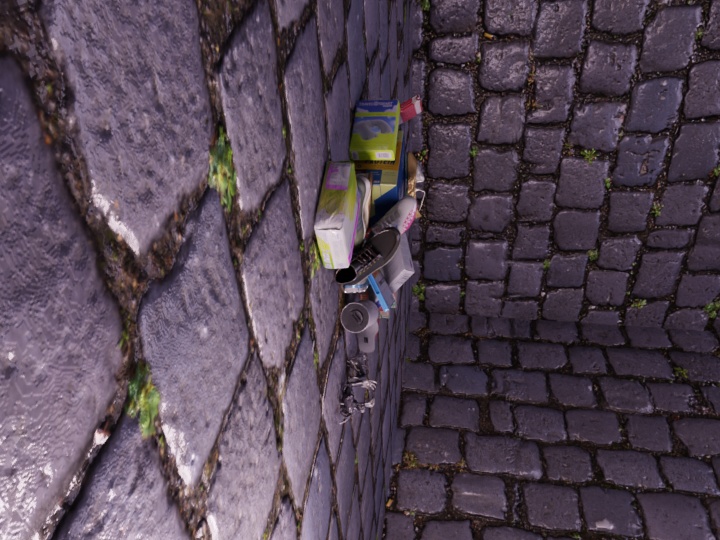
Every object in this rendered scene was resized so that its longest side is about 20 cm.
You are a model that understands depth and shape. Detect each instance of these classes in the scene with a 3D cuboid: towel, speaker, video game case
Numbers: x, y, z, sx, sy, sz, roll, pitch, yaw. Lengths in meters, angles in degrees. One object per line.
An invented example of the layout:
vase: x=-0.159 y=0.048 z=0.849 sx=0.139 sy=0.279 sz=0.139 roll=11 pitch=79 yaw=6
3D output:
towel: x=0.092 y=-0.440 z=1.765 sx=0.023 sy=0.199 sz=0.144 roll=62 pitch=8 yaw=4
speaker: x=0.001 y=0.126 z=1.688 sx=0.200 sy=0.081 sz=0.082 roll=-1 pitch=95 yaw=-81
video game case: x=0.038 y=0.009 z=1.657 sx=0.201 sy=0.018 sz=0.143 roll=64 pitch=12 yaw=-3

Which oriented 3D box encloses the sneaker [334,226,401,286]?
sneaker: x=0.023 y=-0.031 z=1.512 sx=0.200 sy=0.075 sz=0.106 roll=-46 pitch=173 yaw=10

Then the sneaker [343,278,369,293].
sneaker: x=0.000 y=0.000 z=1.681 sx=0.200 sy=0.074 sz=0.087 roll=-54 pitch=140 yaw=-75

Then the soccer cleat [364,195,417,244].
soccer cleat: x=0.077 y=-0.118 z=1.606 sx=0.086 sy=0.070 sz=0.201 roll=20 pitch=108 yaw=-52

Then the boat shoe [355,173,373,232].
boat shoe: x=-0.005 y=-0.169 z=1.590 sx=0.074 sy=0.066 sz=0.201 roll=-80 pitch=176 yaw=-56

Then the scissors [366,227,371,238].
scissors: x=0.036 y=-0.105 z=1.784 sx=0.014 sy=0.073 sz=0.200 roll=67 pitch=18 yaw=8

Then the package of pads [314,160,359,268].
package of pads: x=-0.048 y=-0.126 z=1.328 sx=0.155 sy=0.068 sz=0.201 roll=80 pitch=15 yaw=-57

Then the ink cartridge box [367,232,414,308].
ink cartridge box: x=0.079 y=-0.021 z=1.800 sx=0.196 sy=0.043 sz=0.201 roll=-49 pitch=-144 yaw=42

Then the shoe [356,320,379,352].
shoe: x=0.024 y=0.173 z=1.907 sx=0.201 sy=0.071 sz=0.091 roll=90 pitch=6 yaw=-53

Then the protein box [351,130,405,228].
protein box: x=0.053 y=-0.258 z=1.711 sx=0.199 sy=0.134 sz=0.201 roll=79 pitch=16 yaw=-57

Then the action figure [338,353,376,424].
action figure: x=-0.005 y=0.333 z=1.663 sx=0.119 sy=0.101 sz=0.201 roll=100 pitch=-1 yaw=-49

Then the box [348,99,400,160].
box: x=0.042 y=-0.393 z=1.639 sx=0.048 sy=0.121 sz=0.201 roll=72 pitch=23 yaw=-61

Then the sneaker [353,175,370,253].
sneaker: x=-0.029 y=-0.135 z=1.499 sx=0.090 sy=0.067 sz=0.201 roll=-27 pitch=130 yaw=-58

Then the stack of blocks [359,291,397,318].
stack of blocks: x=0.062 y=0.088 z=1.961 sx=0.200 sy=0.114 sz=0.059 roll=79 pitch=17 yaw=-60

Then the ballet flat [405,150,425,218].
ballet flat: x=0.160 y=-0.250 z=1.766 sx=0.069 sy=0.063 sz=0.201 roll=-68 pitch=160 yaw=-68
